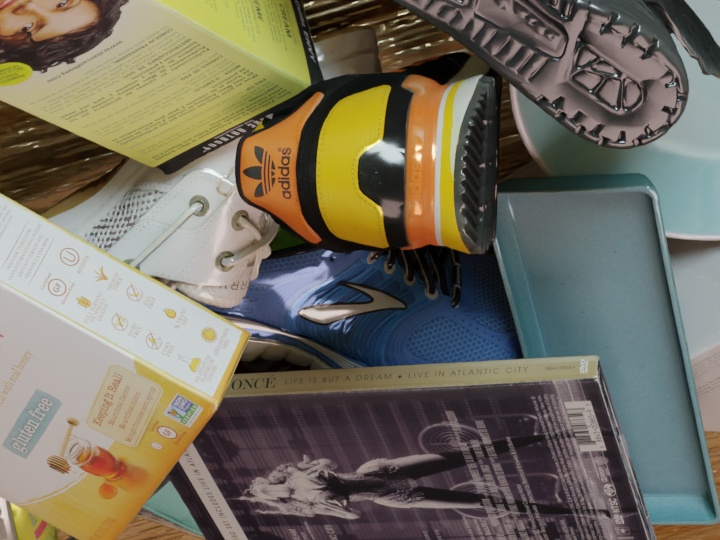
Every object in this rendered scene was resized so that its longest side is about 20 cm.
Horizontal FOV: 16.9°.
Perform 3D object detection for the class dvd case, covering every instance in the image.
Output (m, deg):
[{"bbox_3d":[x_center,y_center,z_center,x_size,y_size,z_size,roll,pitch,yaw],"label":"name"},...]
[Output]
[{"bbox_3d":[0.016,0.086,1.028,0.199,0.016,0.149,-4,143,15],"label":"dvd case"}]

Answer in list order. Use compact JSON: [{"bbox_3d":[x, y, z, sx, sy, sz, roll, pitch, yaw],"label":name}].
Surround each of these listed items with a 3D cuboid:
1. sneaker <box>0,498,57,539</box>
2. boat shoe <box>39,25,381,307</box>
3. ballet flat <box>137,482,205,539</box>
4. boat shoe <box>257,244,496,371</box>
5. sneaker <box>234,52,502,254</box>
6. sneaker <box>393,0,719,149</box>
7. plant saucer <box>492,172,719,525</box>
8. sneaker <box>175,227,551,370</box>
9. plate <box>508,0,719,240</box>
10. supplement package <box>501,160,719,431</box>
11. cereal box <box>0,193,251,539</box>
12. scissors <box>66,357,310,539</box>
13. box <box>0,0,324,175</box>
[{"bbox_3d":[-0.141,0.059,1.048,0.090,0.078,0.200,-23,145,-19],"label":"sneaker"},{"bbox_3d":[-0.061,-0.018,0.922,0.200,0.070,0.071,-36,168,22],"label":"boat shoe"},{"bbox_3d":[-0.117,0.081,1.161,0.199,0.063,0.069,27,117,-30],"label":"ballet flat"},{"bbox_3d":[0.003,0.020,1.104,0.199,0.063,0.073,-14,159,-4],"label":"boat shoe"},{"bbox_3d":[0.004,-0.043,0.845,0.089,0.070,0.200,3,-175,4],"label":"sneaker"},{"bbox_3d":[0.053,-0.109,0.806,0.060,0.104,0.200,-40,112,22],"label":"sneaker"},{"bbox_3d":[0.103,0.035,0.992,0.070,0.019,0.201,-2,134,17],"label":"plant saucer"},{"bbox_3d":[0.000,0.000,1.000,0.199,0.079,0.089,9,130,-17],"label":"sneaker"},{"bbox_3d":[0.153,-0.091,0.916,0.199,0.026,0.201,-5,135,-5],"label":"plate"},{"bbox_3d":[0.183,-0.002,1.095,0.199,0.122,0.120,8,149,-45],"label":"supplement package"},{"bbox_3d":[-0.153,0.018,0.876,0.199,0.040,0.144,29,146,-7],"label":"cereal box"},{"bbox_3d":[-0.077,0.069,1.070,0.199,0.014,0.073,-29,116,1],"label":"scissors"},{"bbox_3d":[-0.094,-0.089,0.788,0.075,0.050,0.200,-25,157,24],"label":"box"}]
